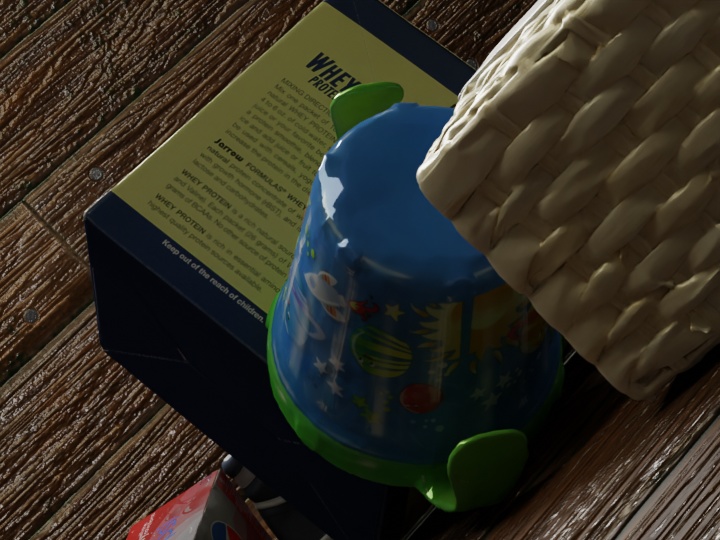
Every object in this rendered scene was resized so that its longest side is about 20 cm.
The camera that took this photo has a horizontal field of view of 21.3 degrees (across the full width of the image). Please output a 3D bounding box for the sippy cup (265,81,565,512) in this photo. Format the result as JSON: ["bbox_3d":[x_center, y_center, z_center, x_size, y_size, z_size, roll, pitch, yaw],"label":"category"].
[{"bbox_3d":[0.027,0.003,0.824,0.140,0.177,0.131,-44,-23,-27],"label":"sippy cup"}]

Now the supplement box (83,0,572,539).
[{"bbox_3d":[0.000,0.000,0.985,0.200,0.200,0.135,-45,-19,-25],"label":"supplement box"}]

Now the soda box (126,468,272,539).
[{"bbox_3d":[-0.098,0.185,1.035,0.070,0.064,0.200,-34,11,13],"label":"soda box"}]

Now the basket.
[{"bbox_3d":[0.130,-0.069,0.687,0.200,0.136,0.123,-45,1,29],"label":"basket"}]

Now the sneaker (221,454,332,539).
[{"bbox_3d":[0.007,0.077,1.094,0.200,0.109,0.070,-45,0,14],"label":"sneaker"}]
